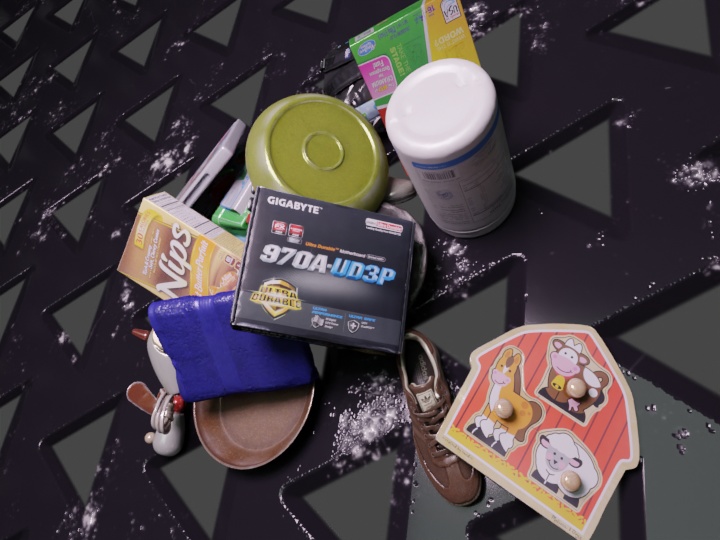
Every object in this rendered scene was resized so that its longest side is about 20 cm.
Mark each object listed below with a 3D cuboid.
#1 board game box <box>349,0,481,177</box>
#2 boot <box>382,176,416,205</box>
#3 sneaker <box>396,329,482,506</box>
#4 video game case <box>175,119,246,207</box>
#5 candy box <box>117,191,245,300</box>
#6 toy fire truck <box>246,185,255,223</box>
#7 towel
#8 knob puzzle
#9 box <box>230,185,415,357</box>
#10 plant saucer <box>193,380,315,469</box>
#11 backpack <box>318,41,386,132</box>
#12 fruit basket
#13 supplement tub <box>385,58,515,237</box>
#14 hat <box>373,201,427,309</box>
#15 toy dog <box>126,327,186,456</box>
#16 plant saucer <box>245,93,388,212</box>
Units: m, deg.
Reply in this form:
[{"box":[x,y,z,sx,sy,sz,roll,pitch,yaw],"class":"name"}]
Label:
[{"box":[0.093,-0.251,0.713,0.150,0.202,0.041,-23,32,13],"class":"board game box"},{"box":[-0.013,-0.167,0.756,0.195,0.068,0.134,10,114,24],"class":"boot"},{"box":[0.079,0.165,0.601,0.069,0.076,0.204,-25,59,12],"class":"sneaker"},{"box":[-0.259,-0.155,0.855,0.182,0.023,0.201,-46,22,16],"class":"video game case"},{"box":[-0.217,-0.002,0.707,0.197,0.055,0.117,31,110,0],"class":"candy box"},{"box":[-0.111,-0.107,0.723,0.140,0.048,0.205,8,86,60],"class":"toy fire truck"},{"box":[-0.161,0.091,0.674,0.195,0.151,0.050,-9,22,13],"class":"towel"},{"box":[0.203,0.141,0.550,0.213,0.031,0.225,-2,67,5],"class":"knob puzzle"},{"box":[-0.040,0.004,0.606,0.195,0.046,0.163,12,74,-11],"class":"box"},{"box":[-0.143,0.170,0.726,0.196,0.037,0.205,-11,63,21],"class":"plant saucer"},{"box":[0.048,-0.302,0.802,0.198,0.152,0.167,-27,53,37],"class":"backpack"},{"box":[-0.208,-0.125,0.859,0.197,0.094,0.188,24,78,35],"class":"fruit basket"},{"box":[0.119,-0.143,0.648,0.129,0.200,0.135,-9,64,20],"class":"supplement tub"},{"box":[0.000,0.000,0.713,0.195,0.081,0.206,-5,70,15],"class":"hat"},{"box":[-0.299,0.157,0.764,0.094,0.133,0.204,2,56,1],"class":"toy dog"},{"box":[-0.051,-0.150,0.680,0.195,0.031,0.205,5,71,-15],"class":"plant saucer"}]
